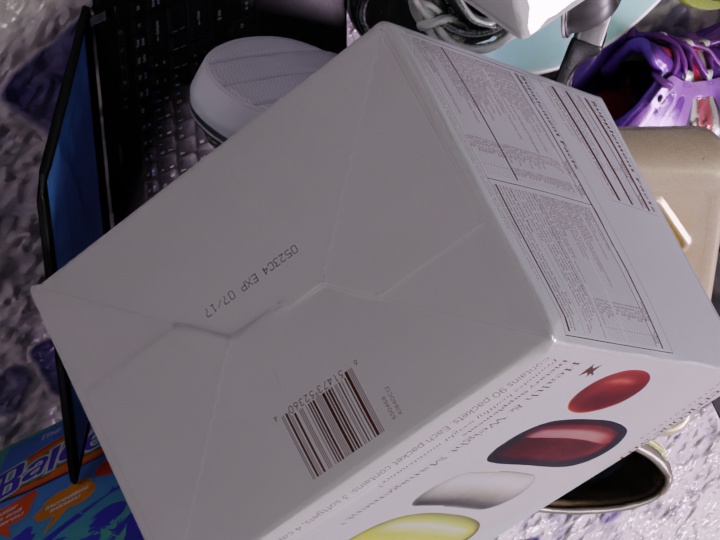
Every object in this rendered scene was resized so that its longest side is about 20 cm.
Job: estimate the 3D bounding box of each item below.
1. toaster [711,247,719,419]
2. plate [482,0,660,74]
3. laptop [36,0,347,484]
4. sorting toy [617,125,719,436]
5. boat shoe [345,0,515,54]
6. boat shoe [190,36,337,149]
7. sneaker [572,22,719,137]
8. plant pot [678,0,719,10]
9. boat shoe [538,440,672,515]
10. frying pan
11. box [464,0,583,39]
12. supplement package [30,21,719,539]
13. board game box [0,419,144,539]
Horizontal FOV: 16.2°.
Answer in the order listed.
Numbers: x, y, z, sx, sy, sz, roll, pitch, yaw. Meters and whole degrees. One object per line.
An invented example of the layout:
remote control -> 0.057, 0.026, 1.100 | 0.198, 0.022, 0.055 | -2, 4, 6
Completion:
toaster -> 0.291, 0.019, 1.519 | 0.181, 0.119, 0.200 | -43, 144, -7
plate -> 0.106, -0.184, 1.216 | 0.200, 0.026, 0.200 | -26, 139, -25
laptop -> -0.068, -0.035, 1.114 | 0.200, 0.103, 0.177 | -23, 139, -22
sorting toy -> 0.090, 0.014, 1.302 | 0.185, 0.037, 0.200 | -1, 131, -1
boat shoe -> 0.048, -0.128, 1.091 | 0.074, 0.199, 0.068 | 48, 55, -18
boat shoe -> -0.012, -0.053, 1.112 | 0.200, 0.072, 0.071 | 2, 130, -55
sneaker -> 0.166, -0.094, 1.311 | 0.200, 0.081, 0.084 | -27, 145, -24
plant pot -> 0.280, -0.179, 1.228 | 0.200, 0.190, 0.200 | -38, 146, -32
boat shoe -> 0.078, 0.086, 1.260 | 0.201, 0.060, 0.072 | 7, 122, -44
frying pan -> 0.105, -0.125, 1.162 | 0.115, 0.031, 0.190 | -47, 148, -72
box -> 0.069, -0.226, 0.984 | 0.199, 0.200, 0.131 | -34, 138, -17
supplement package -> 0.017, 0.024, 1.033 | 0.191, 0.147, 0.200 | -35, 159, 22
board game box -> -0.111, 0.114, 1.108 | 0.152, 0.200, 0.045 | -27, 109, 18
